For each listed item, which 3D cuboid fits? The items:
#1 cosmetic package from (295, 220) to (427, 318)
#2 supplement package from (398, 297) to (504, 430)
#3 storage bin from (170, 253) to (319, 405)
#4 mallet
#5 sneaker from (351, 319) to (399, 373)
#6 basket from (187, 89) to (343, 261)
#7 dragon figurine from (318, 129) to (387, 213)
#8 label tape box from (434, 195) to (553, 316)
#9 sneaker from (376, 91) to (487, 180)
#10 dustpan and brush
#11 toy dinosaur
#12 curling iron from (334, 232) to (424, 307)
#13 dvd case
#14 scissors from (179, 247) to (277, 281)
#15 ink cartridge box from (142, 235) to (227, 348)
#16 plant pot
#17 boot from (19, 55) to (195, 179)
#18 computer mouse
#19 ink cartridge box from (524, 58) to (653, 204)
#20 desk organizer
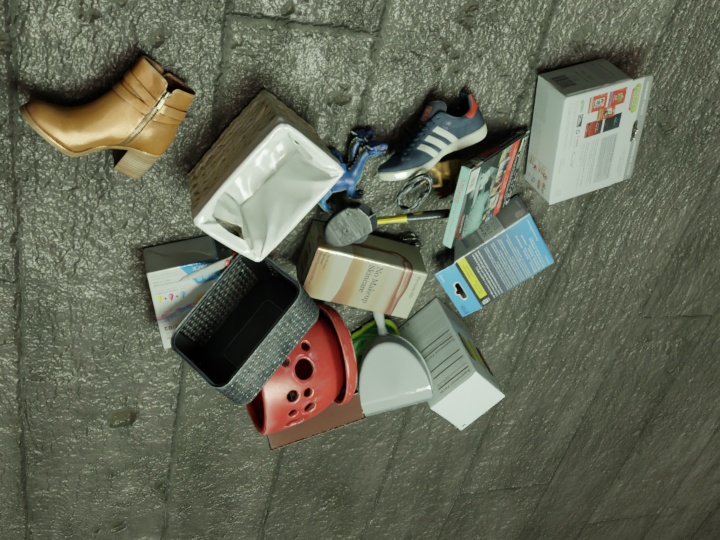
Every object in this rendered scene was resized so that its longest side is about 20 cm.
[{"bbox_3d":[0.000,0.000,1.327,0.196,0.088,0.105,12,121,-18],"label":"cosmetic package"},{"bbox_3d":[0.165,0.173,1.480,0.109,0.201,0.113,-40,132,14],"label":"supplement package"},{"bbox_3d":[-0.176,0.086,1.222,0.201,0.134,0.094,-50,152,-10],"label":"storage bin"},{"bbox_3d":[0.068,-0.079,1.289,0.195,0.067,0.042,-2,130,5],"label":"mallet"},{"bbox_3d":[-0.011,0.169,1.484,0.199,0.084,0.074,-37,131,10],"label":"sneaker"},{"bbox_3d":[-0.144,-0.140,1.151,0.200,0.124,0.135,-43,131,17],"label":"basket"},{"bbox_3d":[-0.049,-0.148,1.226,0.197,0.059,0.101,-22,132,-5],"label":"dragon figurine"},{"bbox_3d":[0.236,-0.022,1.443,0.198,0.067,0.144,-32,132,9],"label":"label tape box"},{"bbox_3d":[0.102,-0.212,1.222,0.198,0.075,0.086,-31,118,-18],"label":"sneaker"},{"bbox_3d":[0.046,0.145,1.429,0.137,0.057,0.204,-15,89,11],"label":"dustpan and brush"},{"bbox_3d":[0.167,-0.162,1.302,0.196,0.061,0.108,-7,128,-17],"label":"toy dinosaur"},{"bbox_3d":[0.030,0.001,1.405,0.199,0.026,0.050,-39,119,14],"label":"curling iron"},{"bbox_3d":[0.207,-0.137,1.292,0.199,0.022,0.148,-36,146,-44],"label":"dvd case"},{"bbox_3d":[-0.200,-0.011,1.238,0.199,0.014,0.074,-41,144,-36],"label":"scissors"},{"bbox_3d":[-0.279,0.052,1.290,0.113,0.068,0.203,-12,131,-13],"label":"ink cartridge box"},{"bbox_3d":[-0.113,0.162,1.367,0.179,0.201,0.203,-12,132,-22],"label":"plant pot"},{"bbox_3d":[-0.330,-0.221,1.048,0.198,0.074,0.155,20,120,-47],"label":"boot"},{"bbox_3d":[0.026,-0.096,1.225,0.197,0.034,0.059,-26,113,18],"label":"computer mouse"},{"bbox_3d":[0.374,-0.233,1.308,0.172,0.084,0.203,-17,132,-17],"label":"ink cartridge box"},{"bbox_3d":[-0.096,0.271,1.544,0.196,0.072,0.078,-17,130,-8],"label":"desk organizer"}]
